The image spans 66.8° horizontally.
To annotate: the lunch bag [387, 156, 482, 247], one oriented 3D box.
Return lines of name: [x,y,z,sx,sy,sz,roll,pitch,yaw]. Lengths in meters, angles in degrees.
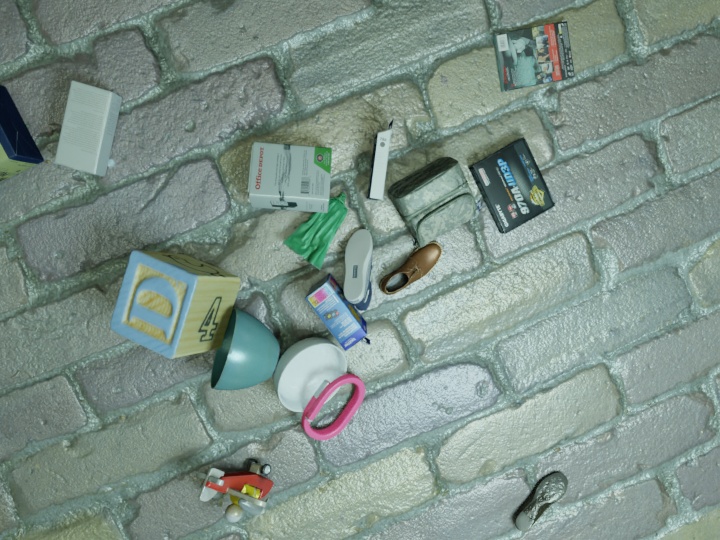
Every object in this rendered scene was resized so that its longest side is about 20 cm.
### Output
lunch bag: [0.192,-0.172,1.393,0.198,0.140,0.169,-30,113,-1]

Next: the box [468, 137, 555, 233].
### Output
box: [0.400,-0.223,1.444,0.157,0.046,0.202,-28,97,-2]

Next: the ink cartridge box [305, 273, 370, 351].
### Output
ink cartridge box: [-0.050,0.116,1.395,0.076,0.137,0.201,-34,97,5]

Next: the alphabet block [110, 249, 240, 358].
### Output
alphabet block: [-0.434,0.077,1.303,0.193,0.200,0.199,22,95,15]

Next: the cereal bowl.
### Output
cereal bowl: [-0.138,0.257,1.408,0.198,0.083,0.203,-17,122,-28]

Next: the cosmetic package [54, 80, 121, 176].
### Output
cosmetic package: [-0.663,-0.344,1.336,0.100,0.071,0.203,15,94,-6]

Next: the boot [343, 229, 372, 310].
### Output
boot: [0.000,0.000,1.428,0.072,0.090,0.203,3,68,19]

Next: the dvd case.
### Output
dvd case: [0.455,-0.560,1.430,0.197,0.022,0.149,-12,96,-4]

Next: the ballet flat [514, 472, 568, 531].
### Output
ballet flat: [0.508,0.651,1.539,0.067,0.046,0.200,40,85,24]

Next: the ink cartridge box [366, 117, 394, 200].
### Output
ink cartridge box: [0.049,-0.280,1.385,0.039,0.099,0.204,8,94,-4]

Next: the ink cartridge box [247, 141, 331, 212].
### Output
ink cartridge box: [-0.173,-0.231,1.359,0.196,0.083,0.149,4,73,-5]

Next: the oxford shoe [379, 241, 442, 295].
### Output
oxford shoe: [0.139,0.000,1.433,0.199,0.071,0.072,-40,95,-2]

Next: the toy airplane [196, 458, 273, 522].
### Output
toy airplane: [-0.325,0.565,1.383,0.196,0.200,0.144,6,83,-4]

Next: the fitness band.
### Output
fitness band: [-0.069,0.357,1.431,0.143,0.037,0.201,33,95,-41]

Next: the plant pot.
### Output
plant pot: [-0.280,0.210,1.367,0.133,0.200,0.203,18,94,-20]

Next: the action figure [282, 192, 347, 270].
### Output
action figure: [-0.096,-0.117,1.411,0.117,0.055,0.201,35,85,-5]

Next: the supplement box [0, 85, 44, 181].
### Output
supplement box: [-0.913,-0.312,1.287,0.197,0.134,0.202,-25,97,-2]
